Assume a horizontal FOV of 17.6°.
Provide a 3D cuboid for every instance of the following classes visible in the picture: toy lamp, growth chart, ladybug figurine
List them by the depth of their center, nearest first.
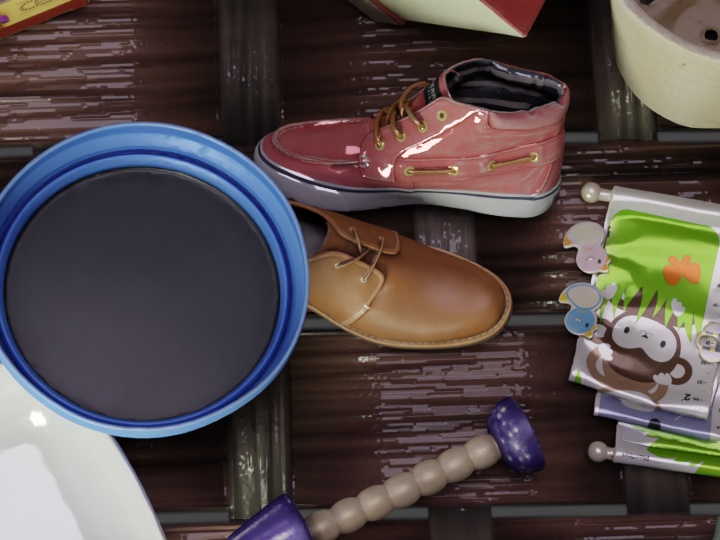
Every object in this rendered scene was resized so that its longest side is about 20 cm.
[{"bbox_3d":[0.013,0.140,1.432,0.200,0.058,0.058,-24,73,-11],"label":"toy lamp"},{"bbox_3d":[-0.172,-0.007,1.473,0.136,0.072,0.200,23,72,7],"label":"ladybug figurine"},{"bbox_3d":[0.199,0.039,1.489,0.145,0.018,0.200,2,70,1],"label":"growth chart"}]

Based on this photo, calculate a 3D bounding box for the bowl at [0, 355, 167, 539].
[{"bbox_3d":[-0.224,0.172,1.403,0.200,0.075,0.200,-28,79,-8],"label":"bowl"}]

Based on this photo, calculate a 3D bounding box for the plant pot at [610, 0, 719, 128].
[{"bbox_3d":[0.234,-0.184,1.478,0.200,0.183,0.201,0,71,-1],"label":"plant pot"}]

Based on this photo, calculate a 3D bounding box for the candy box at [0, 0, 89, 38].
[{"bbox_3d":[-0.275,-0.250,1.566,0.117,0.056,0.200,-23,74,-8],"label":"candy box"}]

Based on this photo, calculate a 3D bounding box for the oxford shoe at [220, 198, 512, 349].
[{"bbox_3d":[0.000,0.000,1.473,0.200,0.071,0.071,15,71,3],"label":"oxford shoe"}]

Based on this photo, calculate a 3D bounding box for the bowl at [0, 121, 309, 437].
[{"bbox_3d":[-0.131,0.008,1.405,0.201,0.039,0.201,2,68,-6],"label":"bowl"}]

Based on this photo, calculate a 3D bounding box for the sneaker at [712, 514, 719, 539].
[{"bbox_3d":[0.175,0.226,1.392,0.121,0.084,0.200,15,72,-5],"label":"sneaker"}]

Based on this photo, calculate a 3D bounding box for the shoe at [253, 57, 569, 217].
[{"bbox_3d":[0.033,-0.090,1.483,0.200,0.091,0.071,5,41,-2],"label":"shoe"}]

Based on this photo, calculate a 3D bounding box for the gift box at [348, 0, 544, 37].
[{"bbox_3d":[0.043,-0.270,1.488,0.187,0.185,0.200,14,70,51],"label":"gift box"}]
